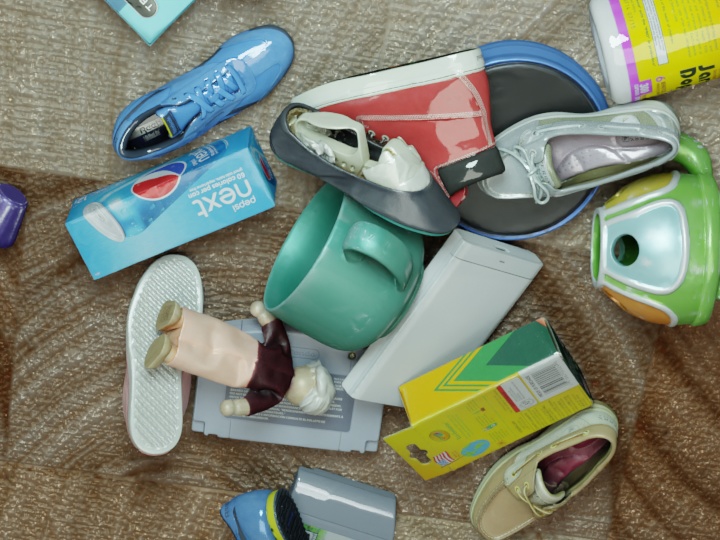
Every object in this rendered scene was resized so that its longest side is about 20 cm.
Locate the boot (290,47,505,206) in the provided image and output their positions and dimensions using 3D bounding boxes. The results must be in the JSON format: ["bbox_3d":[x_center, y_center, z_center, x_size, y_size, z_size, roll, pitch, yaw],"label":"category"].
[{"bbox_3d":[0.034,-0.120,1.609,0.198,0.072,0.146,-9,100,22],"label":"boot"}]

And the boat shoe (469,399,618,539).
[{"bbox_3d":[0.192,0.219,1.793,0.074,0.067,0.200,38,108,-15],"label":"boat shoe"}]

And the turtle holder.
[{"bbox_3d":[0.293,-0.039,1.640,0.130,0.141,0.187,1,115,0],"label":"turtle holder"}]

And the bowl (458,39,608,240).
[{"bbox_3d":[0.149,-0.122,1.657,0.198,0.039,0.202,0,114,-1],"label":"bowl"}]

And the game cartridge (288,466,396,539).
[{"bbox_3d":[-0.039,0.317,1.853,0.132,0.041,0.201,16,113,-12],"label":"game cartridge"}]

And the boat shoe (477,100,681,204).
[{"bbox_3d":[0.202,-0.108,1.601,0.200,0.065,0.075,-10,114,15],"label":"boat shoe"}]

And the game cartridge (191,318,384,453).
[{"bbox_3d":[-0.071,0.117,1.764,0.198,0.042,0.134,7,109,-4],"label":"game cartridge"}]

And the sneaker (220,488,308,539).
[{"bbox_3d":[-0.088,0.320,1.797,0.078,0.066,0.201,-14,113,18],"label":"sneaker"}]

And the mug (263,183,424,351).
[{"bbox_3d":[-0.006,0.006,1.633,0.114,0.185,0.153,30,106,-17],"label":"mug"}]

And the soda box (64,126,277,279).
[{"bbox_3d":[-0.185,-0.066,1.666,0.198,0.064,0.068,-22,112,8],"label":"soda box"}]

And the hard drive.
[{"bbox_3d":[0.083,0.054,1.704,0.131,0.027,0.201,14,119,-47],"label":"hard drive"}]

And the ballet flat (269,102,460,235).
[{"bbox_3d":[0.005,-0.099,1.561,0.199,0.073,0.074,27,113,14],"label":"ballet flat"}]

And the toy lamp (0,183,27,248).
[{"bbox_3d":[-0.397,-0.001,1.699,0.058,0.058,0.201,32,112,-13],"label":"toy lamp"}]

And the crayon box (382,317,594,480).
[{"bbox_3d":[0.125,0.134,1.732,0.199,0.051,0.127,-26,145,10],"label":"crayon box"}]

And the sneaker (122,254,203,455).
[{"bbox_3d":[-0.206,0.087,1.736,0.075,0.105,0.202,7,84,-9],"label":"sneaker"}]

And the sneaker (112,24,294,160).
[{"bbox_3d":[-0.148,-0.162,1.618,0.199,0.079,0.066,-29,109,10],"label":"sneaker"}]

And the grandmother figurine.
[{"bbox_3d":[-0.110,0.091,1.689,0.199,0.060,0.122,25,77,-24],"label":"grandmother figurine"}]

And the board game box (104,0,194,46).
[{"bbox_3d":[-0.177,-0.332,1.558,0.200,0.047,0.151,-41,108,16],"label":"board game box"}]

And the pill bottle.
[{"bbox_3d":[0.318,-0.228,1.575,0.198,0.104,0.105,-15,113,6],"label":"pill bottle"}]
